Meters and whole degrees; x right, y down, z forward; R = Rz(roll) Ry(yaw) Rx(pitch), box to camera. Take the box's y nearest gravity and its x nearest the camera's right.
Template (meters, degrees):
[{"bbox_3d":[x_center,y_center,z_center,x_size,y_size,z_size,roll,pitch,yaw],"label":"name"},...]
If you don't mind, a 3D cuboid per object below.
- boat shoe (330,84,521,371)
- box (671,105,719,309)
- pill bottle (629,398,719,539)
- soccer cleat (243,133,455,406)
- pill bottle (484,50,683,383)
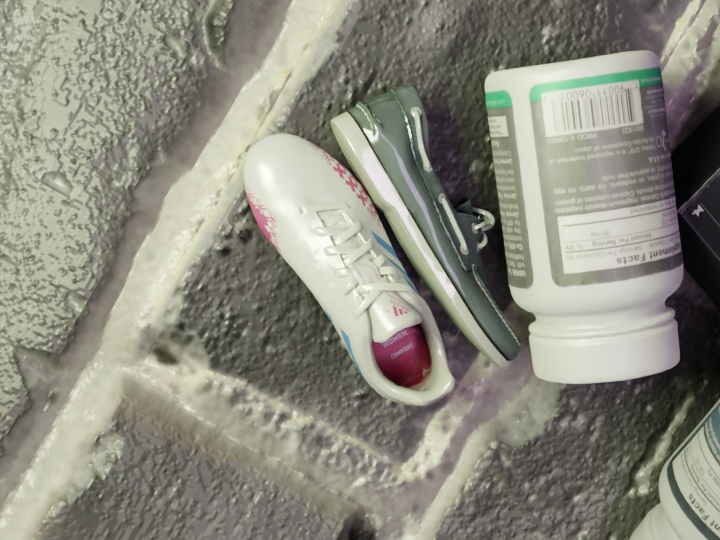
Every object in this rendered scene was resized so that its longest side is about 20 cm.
[{"bbox_3d":[0.057,-0.027,0.912,0.062,0.073,0.200,-34,101,-5],"label":"boat shoe"},{"bbox_3d":[0.306,-0.023,0.984,0.141,0.079,0.200,-46,108,-8],"label":"box"},{"bbox_3d":[0.269,0.140,0.937,0.120,0.120,0.200,20,122,-18],"label":"pill bottle"},{"bbox_3d":[0.000,0.000,0.891,0.070,0.086,0.200,-36,106,-9],"label":"soccer cleat"},{"bbox_3d":[0.146,-0.035,0.910,0.113,0.113,0.200,-9,97,-15],"label":"pill bottle"}]
